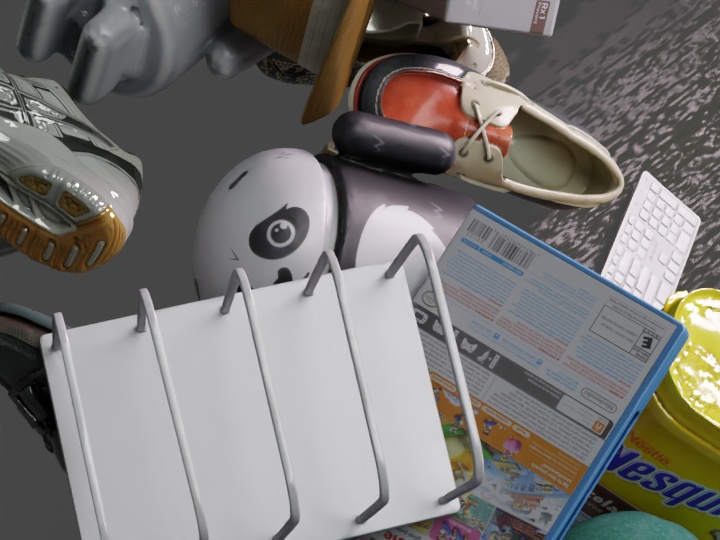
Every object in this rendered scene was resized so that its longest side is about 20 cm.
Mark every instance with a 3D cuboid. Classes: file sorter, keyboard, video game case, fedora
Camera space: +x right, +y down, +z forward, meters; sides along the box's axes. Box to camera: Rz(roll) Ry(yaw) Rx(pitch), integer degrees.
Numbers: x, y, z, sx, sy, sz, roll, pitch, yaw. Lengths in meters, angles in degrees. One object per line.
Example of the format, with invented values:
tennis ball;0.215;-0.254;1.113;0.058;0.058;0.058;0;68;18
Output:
file sorter;-0.052;0.071;1.101;0.198;0.125;0.140;-12;80;-9
keyboard;0.177;0.022;1.440;0.056;0.011;0.201;35;54;-12
video game case;0.067;0.081;1.186;0.143;0.018;0.201;31;83;23
fedora;-0.022;-0.185;1.233;0.081;0.201;0.202;19;57;0

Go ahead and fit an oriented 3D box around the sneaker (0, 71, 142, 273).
sneaker;-0.208;-0.081;1.202;0.200;0.076;0.088;39;34;-10

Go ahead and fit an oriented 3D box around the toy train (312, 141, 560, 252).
toy train;0.051;-0.031;1.376;0.199;0.034;0.046;26;44;-19

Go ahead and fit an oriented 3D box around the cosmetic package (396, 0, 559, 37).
cosmetic package;0.048;-0.219;1.352;0.089;0.200;0.108;4;104;-28

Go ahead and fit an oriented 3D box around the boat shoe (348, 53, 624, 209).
boat shoe;0.080;-0.084;1.372;0.199;0.062;0.072;21;91;-37

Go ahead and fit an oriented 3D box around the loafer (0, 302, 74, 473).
loafer;-0.131;0.095;1.187;0.199;0.072;0.063;36;60;-13

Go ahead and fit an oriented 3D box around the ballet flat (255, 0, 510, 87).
ballet flat;0.027;-0.145;1.391;0.198;0.075;0.068;3;65;-30

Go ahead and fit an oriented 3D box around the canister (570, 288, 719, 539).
canister;0.183;0.106;1.284;0.148;0.200;0.087;31;55;-14

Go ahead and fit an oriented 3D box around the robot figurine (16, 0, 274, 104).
robot figurine;-0.116;-0.180;1.298;0.169;0.113;0.200;41;52;5

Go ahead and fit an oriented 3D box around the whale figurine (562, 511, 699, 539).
whale figurine;0.185;0.197;1.267;0.199;0.159;0.105;13;92;-39

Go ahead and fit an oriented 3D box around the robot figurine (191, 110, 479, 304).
robot figurine;0.000;0.002;1.272;0.198;0.125;0.152;15;61;-25

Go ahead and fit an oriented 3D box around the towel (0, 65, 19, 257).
towel;-0.262;-0.088;1.226;0.148;0.031;0.201;-20;76;-38
